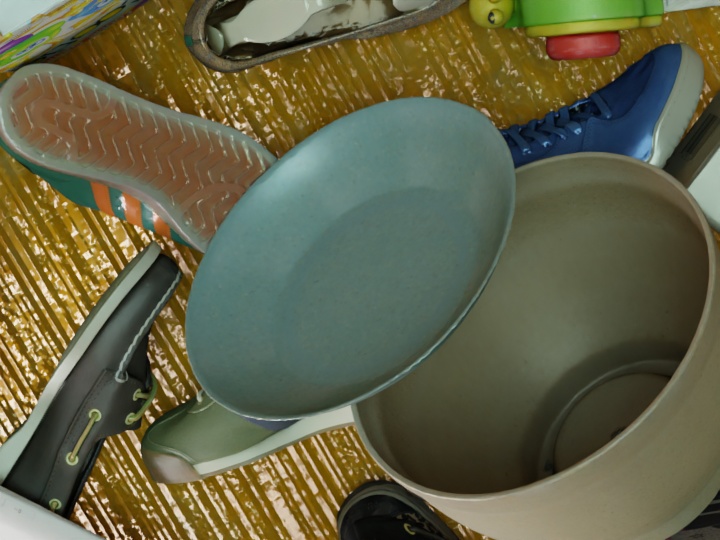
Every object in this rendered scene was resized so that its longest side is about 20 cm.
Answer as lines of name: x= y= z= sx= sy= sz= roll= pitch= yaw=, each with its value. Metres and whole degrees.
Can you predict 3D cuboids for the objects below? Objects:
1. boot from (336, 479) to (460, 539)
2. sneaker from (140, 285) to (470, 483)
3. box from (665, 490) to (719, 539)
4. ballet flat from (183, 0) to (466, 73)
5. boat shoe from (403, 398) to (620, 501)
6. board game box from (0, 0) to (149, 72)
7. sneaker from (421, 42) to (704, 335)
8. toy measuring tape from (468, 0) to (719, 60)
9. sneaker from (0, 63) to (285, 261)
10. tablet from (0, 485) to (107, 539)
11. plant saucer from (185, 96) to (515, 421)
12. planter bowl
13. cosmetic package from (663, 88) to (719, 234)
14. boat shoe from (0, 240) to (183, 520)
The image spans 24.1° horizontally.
boot: x=0.064 y=0.210 z=0.941 sx=0.200 sy=0.151 sz=0.073 roll=44 pitch=98 yaw=-4
sneaker: x=-0.044 y=0.049 z=0.951 sx=0.199 sy=0.067 sz=0.090 roll=-18 pitch=108 yaw=14
box: x=0.205 y=0.192 z=0.907 sx=0.131 sy=0.200 sz=0.116 roll=-9 pitch=97 yaw=3
ballet flat: x=-0.004 y=-0.155 z=0.928 sx=0.199 sy=0.067 sz=0.069 roll=-23 pitch=98 yaw=6
boat shoe: x=0.120 y=0.102 z=0.961 sx=0.198 sy=0.072 sz=0.076 roll=-9 pitch=99 yaw=4
board game box: x=-0.173 y=-0.170 z=0.865 sx=0.102 sy=0.200 sz=0.105 roll=-30 pitch=96 yaw=7
sneaker: x=0.092 y=-0.066 z=0.932 sx=0.111 sy=0.077 sz=0.200 roll=37 pitch=105 yaw=-13
toy measuring tape: x=0.158 y=-0.152 z=0.920 sx=0.198 sy=0.074 sz=0.074 roll=-4 pitch=99 yaw=3
sneaker: x=-0.119 y=-0.059 z=0.954 sx=0.199 sy=0.080 sz=0.072 roll=28 pitch=82 yaw=-21
tablet: x=-0.161 y=0.206 z=0.988 sx=0.199 sy=0.014 sz=0.131 roll=28 pitch=124 yaw=-6
plant saucer: x=0.000 y=0.000 z=0.868 sx=0.200 sy=0.202 sz=0.039 roll=-36 pitch=129 yaw=8
planter bowl: x=0.113 y=0.060 z=0.854 sx=0.200 sy=0.201 sz=0.135 roll=-37 pitch=129 yaw=8
cosmetic package: x=0.264 y=-0.013 z=0.921 sx=0.199 sy=0.105 sz=0.071 roll=37 pitch=99 yaw=-5
boat shoe: x=-0.153 y=0.075 z=0.972 sx=0.060 sy=0.072 sz=0.202 roll=34 pitch=107 yaw=-4
